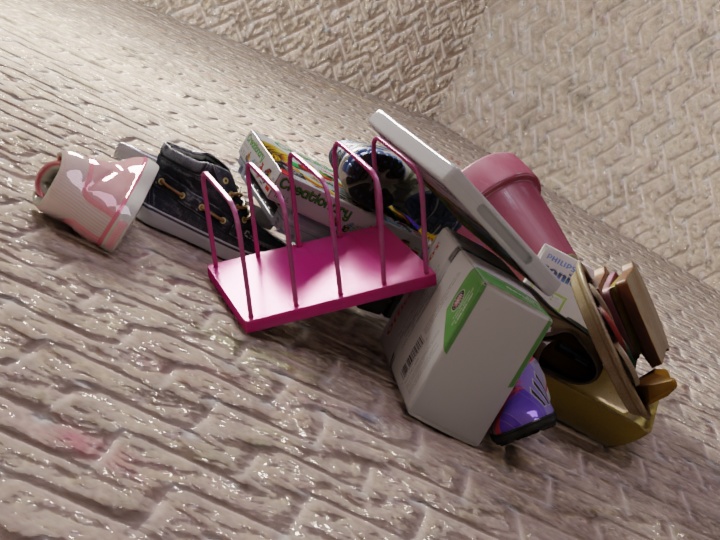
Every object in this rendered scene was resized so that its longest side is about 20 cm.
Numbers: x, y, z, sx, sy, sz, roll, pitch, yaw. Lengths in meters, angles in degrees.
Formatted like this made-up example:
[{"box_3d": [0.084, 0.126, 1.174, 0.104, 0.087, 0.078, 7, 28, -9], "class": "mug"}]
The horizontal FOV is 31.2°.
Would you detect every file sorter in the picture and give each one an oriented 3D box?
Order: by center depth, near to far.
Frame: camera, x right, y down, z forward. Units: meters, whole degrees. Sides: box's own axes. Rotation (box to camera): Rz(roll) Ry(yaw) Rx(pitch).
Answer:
[{"box_3d": [-0.045, -0.046, 1.267, 0.198, 0.127, 0.139, -14, 27, -18], "class": "file sorter"}]

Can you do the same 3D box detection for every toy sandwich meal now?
[{"box_3d": [0.295, 0.068, 1.412, 0.206, 0.070, 0.206, 60, 13, -24], "class": "toy sandwich meal"}]

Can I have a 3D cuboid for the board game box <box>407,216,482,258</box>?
[{"box_3d": [0.038, -0.038, 1.636, 0.199, 0.045, 0.134, 22, -16, -34], "class": "board game box"}]

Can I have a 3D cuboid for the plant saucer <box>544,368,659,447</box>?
[{"box_3d": [0.243, 0.136, 1.494, 0.198, 0.049, 0.200, 29, 13, 12], "class": "plant saucer"}]

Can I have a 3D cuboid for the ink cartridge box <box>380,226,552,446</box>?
[{"box_3d": [0.098, 0.059, 1.276, 0.084, 0.147, 0.200, 27, 12, -14], "class": "ink cartridge box"}]

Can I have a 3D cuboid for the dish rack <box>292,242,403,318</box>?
[{"box_3d": [0.000, 0.000, 1.543, 0.152, 0.055, 0.200, 20, 13, -29], "class": "dish rack"}]

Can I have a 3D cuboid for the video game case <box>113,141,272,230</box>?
[{"box_3d": [-0.194, -0.100, 1.550, 0.198, 0.024, 0.182, 25, 0, -6], "class": "video game case"}]

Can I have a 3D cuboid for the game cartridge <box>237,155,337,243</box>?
[{"box_3d": [-0.059, -0.070, 1.468, 0.133, 0.041, 0.200, 28, 14, -31], "class": "game cartridge"}]

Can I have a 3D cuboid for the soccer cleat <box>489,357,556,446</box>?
[{"box_3d": [0.153, 0.120, 1.272, 0.200, 0.067, 0.074, -33, 104, -80], "class": "soccer cleat"}]

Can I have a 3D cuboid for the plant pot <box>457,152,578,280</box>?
[{"box_3d": [0.209, -0.037, 1.855, 0.179, 0.200, 0.199, 51, 23, 27], "class": "plant pot"}]

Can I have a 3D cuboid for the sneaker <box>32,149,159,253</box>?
[{"box_3d": [-0.268, -0.088, 1.301, 0.104, 0.076, 0.201, 29, 16, -10], "class": "sneaker"}]

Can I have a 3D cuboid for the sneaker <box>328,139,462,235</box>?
[{"box_3d": [0.046, -0.103, 1.436, 0.199, 0.078, 0.085, 22, 13, -40], "class": "sneaker"}]

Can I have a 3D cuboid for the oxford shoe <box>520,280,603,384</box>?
[{"box_3d": [0.177, 0.060, 1.391, 0.198, 0.073, 0.084, 26, 14, -3], "class": "oxford shoe"}]

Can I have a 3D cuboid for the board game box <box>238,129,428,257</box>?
[{"box_3d": [-0.030, -0.080, 1.415, 0.198, 0.035, 0.126, 24, 16, -30], "class": "board game box"}]

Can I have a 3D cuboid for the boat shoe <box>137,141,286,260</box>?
[{"box_3d": [-0.146, -0.066, 1.425, 0.198, 0.092, 0.071, 23, 12, -16], "class": "boat shoe"}]

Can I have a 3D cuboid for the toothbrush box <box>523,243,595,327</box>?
[{"box_3d": [0.278, 0.062, 1.627, 0.145, 0.087, 0.200, 29, -11, 16], "class": "toothbrush box"}]

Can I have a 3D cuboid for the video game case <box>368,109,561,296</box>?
[{"box_3d": [0.103, -0.071, 1.299, 0.182, 0.023, 0.200, 44, 1, -31], "class": "video game case"}]
